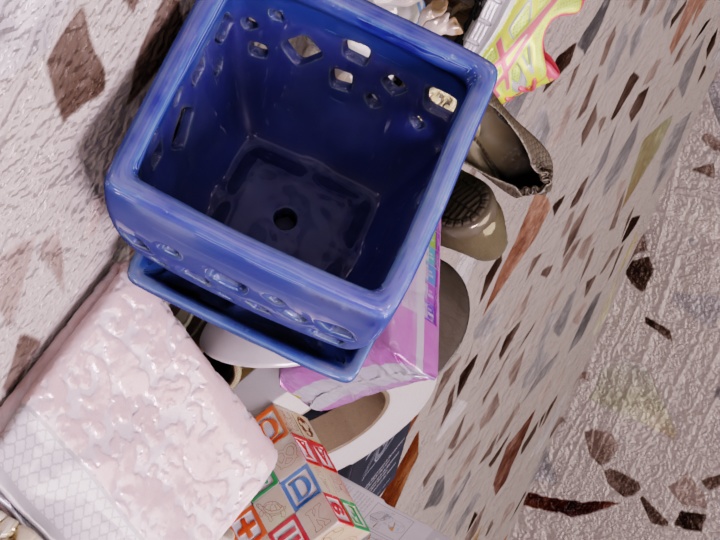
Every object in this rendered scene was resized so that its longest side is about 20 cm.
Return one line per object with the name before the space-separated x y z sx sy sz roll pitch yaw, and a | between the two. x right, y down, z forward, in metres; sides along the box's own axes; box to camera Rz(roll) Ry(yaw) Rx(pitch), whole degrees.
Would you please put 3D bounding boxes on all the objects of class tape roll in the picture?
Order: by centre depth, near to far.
tape roll | -0.031 0.114 1.730 0.202 0.037 0.203 -23 152 -13

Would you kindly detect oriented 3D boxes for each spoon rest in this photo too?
spoon rest | -0.069 0.029 1.533 0.200 0.099 0.061 -100 -170 -65

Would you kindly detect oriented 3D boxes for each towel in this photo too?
towel | -0.157 0.128 1.417 0.191 0.032 0.200 -54 127 -30

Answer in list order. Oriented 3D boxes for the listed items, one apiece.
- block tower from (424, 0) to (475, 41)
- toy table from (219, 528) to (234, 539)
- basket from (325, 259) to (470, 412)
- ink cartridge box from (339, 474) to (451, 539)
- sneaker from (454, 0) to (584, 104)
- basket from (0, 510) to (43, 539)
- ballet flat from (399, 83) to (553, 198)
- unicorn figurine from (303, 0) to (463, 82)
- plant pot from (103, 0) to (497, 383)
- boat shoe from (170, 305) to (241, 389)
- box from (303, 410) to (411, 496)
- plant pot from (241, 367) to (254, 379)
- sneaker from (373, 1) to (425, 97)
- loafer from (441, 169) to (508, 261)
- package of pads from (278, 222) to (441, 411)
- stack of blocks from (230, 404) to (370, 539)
block tower | 0.082 -0.234 1.764 0.058 0.054 0.201 -43 157 -50
toy table | -0.182 0.248 1.522 0.201 0.117 0.184 -61 -174 28
basket | -0.003 0.023 1.780 0.180 0.136 0.200 -34 158 -2
ink cartridge box | -0.045 0.235 1.771 0.161 0.199 0.050 -43 157 -51
sneaker | 0.115 -0.163 1.707 0.201 0.090 0.078 -61 -171 21
basket | -0.253 0.260 1.354 0.136 0.123 0.201 -51 161 -38
ballet flat | 0.098 -0.105 1.677 0.067 0.046 0.200 -40 140 14
unicorn figurine | 0.005 -0.161 1.530 0.137 0.074 0.200 -31 128 8
plant pot | -0.042 -0.055 1.363 0.180 0.199 0.201 104 11 -65
boat shoe | -0.123 0.070 1.559 0.202 0.075 0.075 -35 150 -61
box | -0.023 0.150 1.993 0.148 0.104 0.201 -46 158 -47
plant pot | -0.146 0.163 1.744 0.200 0.027 0.200 -55 164 -24
sneaker | 0.027 -0.163 1.643 0.071 0.073 0.200 -23 161 -4
loafer | 0.062 -0.060 1.776 0.076 0.200 0.068 -34 124 -5
package of pads | 0.000 0.000 1.608 0.076 0.120 0.201 31 52 -46
stack of blocks | -0.105 0.214 1.653 0.200 0.115 0.059 -39 152 12
